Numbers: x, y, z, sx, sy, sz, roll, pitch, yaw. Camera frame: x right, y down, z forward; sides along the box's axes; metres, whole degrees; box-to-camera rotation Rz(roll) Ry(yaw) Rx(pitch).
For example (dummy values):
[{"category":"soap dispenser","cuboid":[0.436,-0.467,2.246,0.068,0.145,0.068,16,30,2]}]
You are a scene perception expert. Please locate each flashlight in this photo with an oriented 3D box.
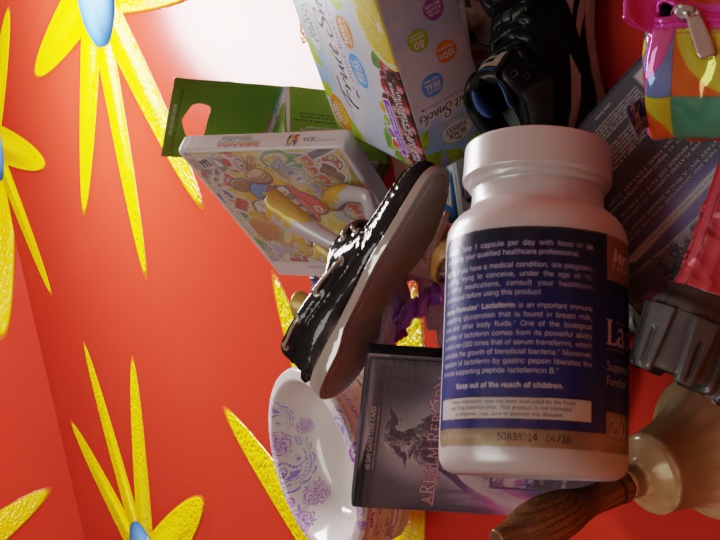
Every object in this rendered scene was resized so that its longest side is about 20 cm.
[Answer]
[{"category":"flashlight","cuboid":[0.207,-0.035,0.597,0.067,0.068,0.203,21,89,11]}]

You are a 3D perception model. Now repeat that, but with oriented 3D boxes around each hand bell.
[{"category":"hand bell","cuboid":[0.165,0.144,0.689,0.104,0.197,0.106,30,126,52]}]

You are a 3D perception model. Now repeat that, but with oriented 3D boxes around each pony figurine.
[{"category":"pony figurine","cuboid":[0.023,0.020,0.871,0.198,0.166,0.196,16,131,38]}]

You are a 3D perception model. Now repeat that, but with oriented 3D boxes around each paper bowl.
[{"category":"paper bowl","cuboid":[-0.010,0.190,1.107,0.200,0.103,0.205,31,127,53]}]

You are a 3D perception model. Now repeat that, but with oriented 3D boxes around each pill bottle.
[{"category":"pill bottle","cuboid":[0.106,0.023,0.641,0.115,0.114,0.205,-17,67,60]}]

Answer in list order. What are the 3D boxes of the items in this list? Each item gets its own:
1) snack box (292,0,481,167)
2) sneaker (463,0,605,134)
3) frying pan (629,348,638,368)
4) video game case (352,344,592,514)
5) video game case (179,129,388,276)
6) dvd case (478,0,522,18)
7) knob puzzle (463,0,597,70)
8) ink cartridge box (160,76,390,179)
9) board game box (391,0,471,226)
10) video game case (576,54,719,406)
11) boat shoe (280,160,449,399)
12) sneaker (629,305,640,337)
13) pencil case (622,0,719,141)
[{"category":"snack box","cuboid":[0.010,-0.191,0.787,0.168,0.067,0.203,38,151,57]},{"category":"sneaker","cuboid":[0.110,-0.169,0.717,0.072,0.111,0.204,-6,104,45]},{"category":"frying pan","cuboid":[0.144,0.020,0.745,0.114,0.031,0.190,35,-179,5]},{"category":"video game case","cuboid":[0.096,0.127,0.809,0.019,0.195,0.145,-95,9,-61]},{"category":"video game case","cuboid":[-0.046,-0.055,0.966,0.179,0.023,0.201,3,147,31]},{"category":"dvd case","cuboid":[0.102,-0.284,0.711,0.202,0.141,0.018,63,-173,22]},{"category":"knob puzzle","cuboid":[0.116,-0.247,0.792,0.219,0.030,0.224,30,126,52]},{"category":"ink cartridge box","cuboid":[-0.086,-0.107,1.000,0.148,0.196,0.077,124,145,-62]},{"category":"board game box","cuboid":[0.057,-0.144,0.896,0.126,0.034,0.204,-154,52,-64]},{"category":"video game case","cuboid":[0.210,-0.040,0.655,0.143,0.019,0.201,-48,56,20]},{"category":"boat shoe","cuboid":[0.000,0.000,0.774,0.060,0.073,0.202,39,119,25]},{"category":"sneaker","cuboid":[0.190,-0.019,0.725,0.200,0.077,0.087,42,114,34]},{"category":"pencil case","cuboid":[0.231,-0.101,0.512,0.196,0.088,0.090,5,109,23]}]
